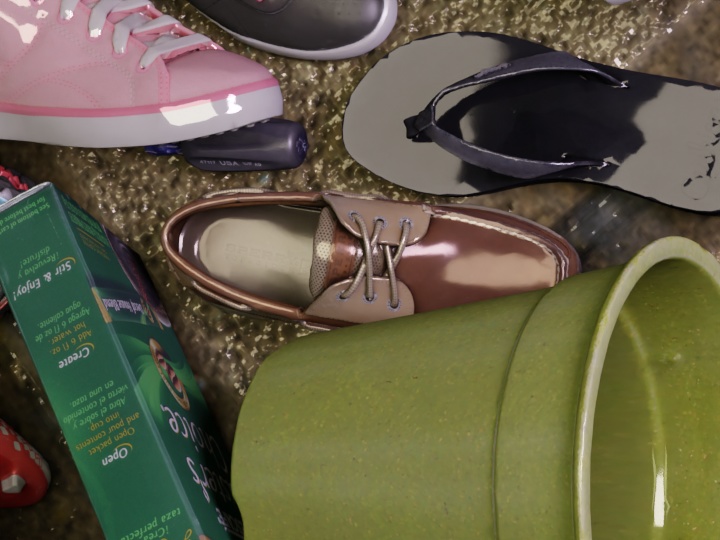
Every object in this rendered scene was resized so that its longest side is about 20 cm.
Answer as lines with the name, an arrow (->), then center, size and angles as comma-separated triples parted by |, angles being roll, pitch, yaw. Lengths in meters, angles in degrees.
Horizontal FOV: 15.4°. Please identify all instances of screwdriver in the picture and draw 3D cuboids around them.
screwdriver -> -0.117, -0.064, 1.287 | 0.199, 0.029, 0.028 | 3, 87, 26

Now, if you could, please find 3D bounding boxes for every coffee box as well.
coffee box -> -0.098, 0.069, 1.201 | 0.044, 0.123, 0.201 | -28, 68, 7

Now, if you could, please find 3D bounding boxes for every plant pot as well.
plant pot -> 0.052, 0.087, 1.143 | 0.189, 0.200, 0.202 | -1, 85, 29

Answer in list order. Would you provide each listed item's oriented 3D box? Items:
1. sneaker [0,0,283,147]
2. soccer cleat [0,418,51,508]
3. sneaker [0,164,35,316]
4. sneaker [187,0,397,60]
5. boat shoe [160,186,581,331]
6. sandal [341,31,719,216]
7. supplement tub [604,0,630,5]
sneaker -> -0.127, -0.114, 1.238 | 0.199, 0.075, 0.106 | 5, 105, 33
soccer cleat -> -0.225, 0.046, 1.251 | 0.069, 0.199, 0.086 | -36, 33, 41
sneaker -> -0.252, -0.031, 1.294 | 0.199, 0.079, 0.096 | 23, 95, 18
sneaker -> -0.078, -0.161, 1.238 | 0.199, 0.099, 0.071 | 32, 94, 16
boat shoe -> 0.000, 0.000, 1.213 | 0.198, 0.072, 0.076 | 3, 86, 18
sandal -> 0.085, -0.069, 1.207 | 0.199, 0.043, 0.077 | 5, 87, 18
supplement tub -> 0.180, -0.205, 1.142 | 0.199, 0.132, 0.133 | -20, 80, 16
